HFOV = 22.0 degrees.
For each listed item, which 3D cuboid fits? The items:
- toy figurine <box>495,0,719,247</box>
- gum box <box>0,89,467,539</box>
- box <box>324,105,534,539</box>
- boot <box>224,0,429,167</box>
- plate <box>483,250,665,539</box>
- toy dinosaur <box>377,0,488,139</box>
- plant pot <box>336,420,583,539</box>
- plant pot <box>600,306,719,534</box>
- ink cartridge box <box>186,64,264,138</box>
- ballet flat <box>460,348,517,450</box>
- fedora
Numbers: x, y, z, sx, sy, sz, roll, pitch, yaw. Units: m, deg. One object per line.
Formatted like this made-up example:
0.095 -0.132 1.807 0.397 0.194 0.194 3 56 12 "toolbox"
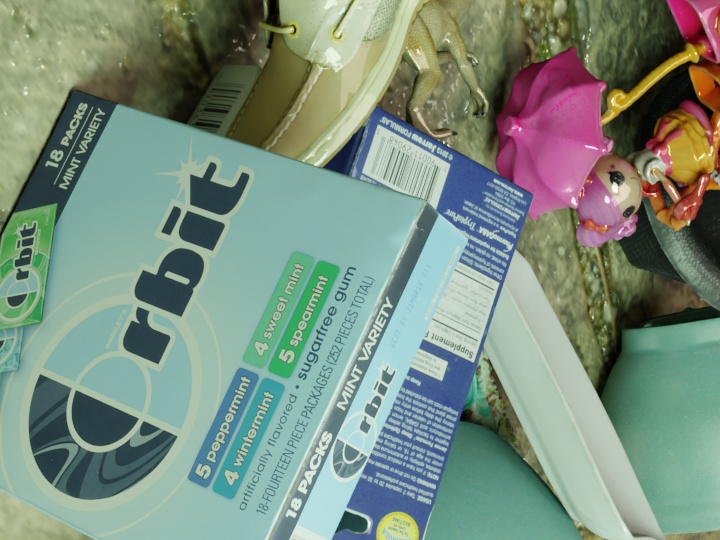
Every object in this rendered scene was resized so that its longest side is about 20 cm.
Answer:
0.169 -0.081 1.095 0.183 0.150 0.201 -28 120 -9 "toy figurine"
-0.077 0.029 0.762 0.045 0.199 0.171 37 75 -54 "gum box"
0.007 0.035 0.897 0.121 0.032 0.202 26 78 -39 "box"
-0.042 -0.145 0.812 0.154 0.072 0.201 36 83 -31 "boot"
0.110 0.071 1.060 0.032 0.201 0.199 -28 165 10 "plate"
0.020 -0.120 0.972 0.200 0.058 0.102 -27 111 -52 "toy dinosaur"
0.038 0.161 1.023 0.200 0.199 0.136 35 44 -55 "plant pot"
0.248 0.093 1.276 0.200 0.199 0.135 -10 91 -52 "plant pot"
-0.042 0.038 0.904 0.200 0.040 0.201 41 71 -35 "ink cartridge box"
0.049 0.068 1.088 0.201 0.075 0.064 72 18 -47 "ballet flat"
0.238 -0.042 1.236 0.199 0.091 0.202 13 66 -31 "fedora"
